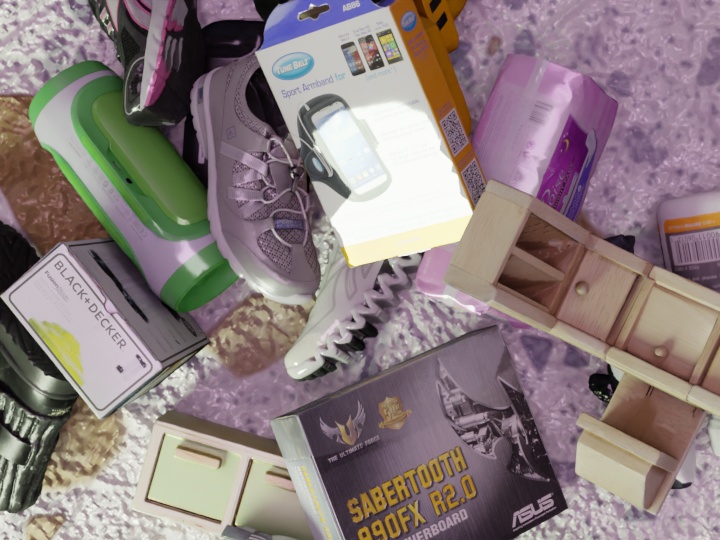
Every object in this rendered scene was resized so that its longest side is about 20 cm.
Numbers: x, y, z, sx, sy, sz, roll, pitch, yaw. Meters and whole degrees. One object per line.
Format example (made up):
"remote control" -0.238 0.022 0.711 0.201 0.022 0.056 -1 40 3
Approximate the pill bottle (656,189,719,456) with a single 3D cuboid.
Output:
"pill bottle" 0.298 0.035 1.175 0.116 0.116 0.201 -11 92 3

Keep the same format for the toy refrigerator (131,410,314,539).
"toy refrigerator" -0.073 0.178 1.220 0.200 0.070 0.076 17 93 3

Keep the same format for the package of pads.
"package of pads" 0.121 -0.058 1.173 0.076 0.120 0.200 23 92 24

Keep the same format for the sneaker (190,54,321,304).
"sneaker" -0.071 -0.072 1.145 0.082 0.075 0.200 -32 72 42

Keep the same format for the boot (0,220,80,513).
"boot" -0.300 0.073 1.225 0.211 0.079 0.158 53 128 29

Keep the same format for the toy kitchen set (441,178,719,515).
"toy kitchen set" 0.171 0.067 1.062 0.200 0.180 0.163 26 91 34

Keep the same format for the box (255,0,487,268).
"box" 0.008 -0.107 1.096 0.119 0.041 0.200 -13 107 33

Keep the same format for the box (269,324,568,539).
"box" 0.048 0.149 1.174 0.200 0.048 0.159 -21 91 -32

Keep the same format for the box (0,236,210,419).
"box" -0.186 0.037 1.156 0.060 0.200 0.117 -39 91 4

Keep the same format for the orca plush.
"orca plush" 0.201 0.077 1.205 0.071 0.105 0.200 -20 94 34

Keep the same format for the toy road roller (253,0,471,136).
"toy road roller" 0.026 -0.182 1.173 0.146 0.123 0.200 -34 112 -39

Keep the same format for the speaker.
"speaker" -0.172 -0.066 1.195 0.088 0.088 0.200 -39 77 3

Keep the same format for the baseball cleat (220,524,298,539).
"baseball cleat" -0.066 0.262 1.199 0.106 0.070 0.200 19 138 27

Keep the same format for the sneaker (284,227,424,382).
"sneaker" 0.000 0.000 1.214 0.081 0.075 0.200 37 83 10

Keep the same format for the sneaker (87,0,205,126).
"sneaker" -0.172 -0.198 1.203 0.086 0.080 0.200 -5 62 16

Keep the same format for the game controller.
"game controller" -0.091 -0.100 1.234 0.104 0.042 0.201 4 92 17
